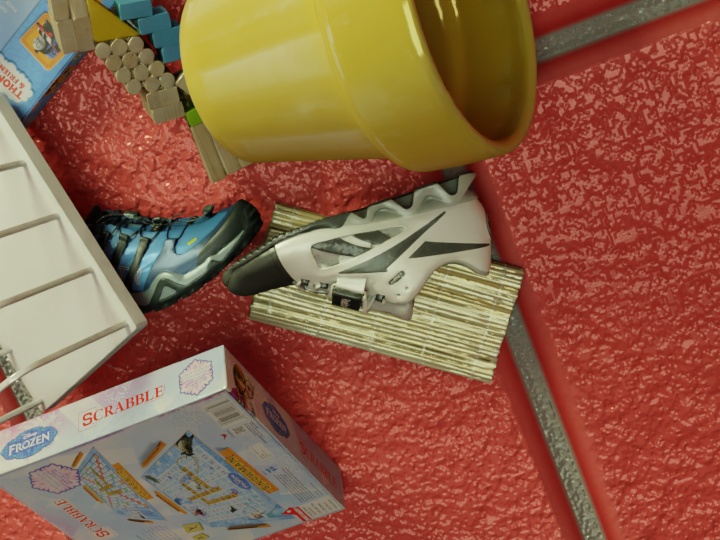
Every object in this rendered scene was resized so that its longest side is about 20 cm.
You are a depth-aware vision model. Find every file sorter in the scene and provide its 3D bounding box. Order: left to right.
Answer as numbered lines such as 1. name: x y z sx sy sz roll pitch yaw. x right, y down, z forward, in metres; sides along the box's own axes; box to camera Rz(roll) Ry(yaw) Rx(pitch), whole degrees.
1. file sorter: -0.280 0.004 0.965 0.139 0.124 0.201 -38 83 36

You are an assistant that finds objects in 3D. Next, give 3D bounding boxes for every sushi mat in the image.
1. sushi mat: 0.017 0.018 1.028 0.198 0.012 0.096 15 110 3

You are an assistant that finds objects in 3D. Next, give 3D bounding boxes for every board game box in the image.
1. board game box: -0.247 -0.221 0.977 0.151 0.037 0.200 42 108 -6
2. board game box: -0.141 0.153 1.025 0.198 0.041 0.200 -21 139 13

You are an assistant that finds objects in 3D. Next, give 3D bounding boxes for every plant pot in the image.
1. plant pot: -0.007 -0.154 0.891 0.188 0.201 0.202 -13 106 29

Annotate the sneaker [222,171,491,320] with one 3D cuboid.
1. sneaker: 0.000 0.000 0.974 0.198 0.074 0.089 -17 89 6

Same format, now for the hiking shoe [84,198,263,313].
1. hiking shoe: -0.169 -0.014 1.013 0.199 0.074 0.087 -25 103 15

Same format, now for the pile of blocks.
1. pile of blocks: -0.140 -0.149 0.962 0.082 0.062 0.200 -47 119 3
